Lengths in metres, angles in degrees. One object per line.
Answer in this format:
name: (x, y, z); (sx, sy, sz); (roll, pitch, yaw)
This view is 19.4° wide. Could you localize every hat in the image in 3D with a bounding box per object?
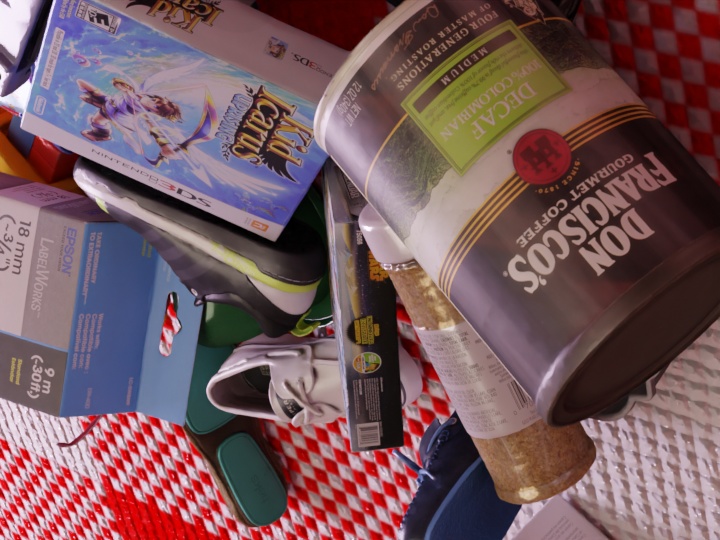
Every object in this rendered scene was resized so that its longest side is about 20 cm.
hat: (-0.120, 0.025, 1.477); (0.165, 0.176, 0.201); (20, 137, 35)

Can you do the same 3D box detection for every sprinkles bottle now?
sprinkles bottle: (0.070, 0.040, 1.235); (0.068, 0.068, 0.201); (-4, 119, 51)

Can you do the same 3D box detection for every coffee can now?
coffee can: (0.091, -0.041, 1.089); (0.200, 0.146, 0.147); (50, 148, 19)

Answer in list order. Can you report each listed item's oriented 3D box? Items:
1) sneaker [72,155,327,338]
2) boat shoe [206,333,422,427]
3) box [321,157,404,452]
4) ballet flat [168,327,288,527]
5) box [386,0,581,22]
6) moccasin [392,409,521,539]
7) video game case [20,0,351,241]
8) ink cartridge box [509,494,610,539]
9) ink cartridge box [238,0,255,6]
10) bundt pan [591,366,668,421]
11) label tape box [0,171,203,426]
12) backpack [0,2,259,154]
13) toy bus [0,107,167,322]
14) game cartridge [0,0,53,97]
sneaker: (-0.114, -0.014, 1.400); (0.199, 0.072, 0.083); (28, 122, 21)
boat shoe: (-0.039, 0.083, 1.542); (0.199, 0.066, 0.072); (5, 127, 47)
box: (0.000, 0.000, 1.370); (0.137, 0.040, 0.201); (-99, 4, -48)
ballet flat: (-0.114, 0.115, 1.677); (0.072, 0.068, 0.201); (33, 151, 57)
box: (0.062, -0.213, 1.154); (0.159, 0.046, 0.200); (38, 145, 13)
moccasin: (0.068, 0.126, 1.333); (0.068, 0.200, 0.081); (8, 121, 28)
video game case: (-0.104, -0.104, 1.259); (0.181, 0.046, 0.200); (23, 156, -6)
ink cartridge box: (0.154, 0.277, 1.431); (0.200, 0.146, 0.083); (42, 147, 13)
ink cartridge box: (-0.101, -0.255, 1.236); (0.200, 0.128, 0.125); (51, 146, -2)
bundt pan: (0.119, -0.012, 1.257); (0.201, 0.076, 0.202); (31, 142, 27)
label tape box: (-0.213, 0.021, 1.478); (0.199, 0.063, 0.145); (15, 104, 23)
backpack: (-0.165, -0.163, 1.395); (0.200, 0.134, 0.183); (35, 143, 21)
toy bus: (-0.219, -0.050, 1.571); (0.200, 0.135, 0.192); (48, 134, 17)
game cartridge: (-0.233, -0.208, 1.285); (0.130, 0.038, 0.200); (43, 144, 5)
